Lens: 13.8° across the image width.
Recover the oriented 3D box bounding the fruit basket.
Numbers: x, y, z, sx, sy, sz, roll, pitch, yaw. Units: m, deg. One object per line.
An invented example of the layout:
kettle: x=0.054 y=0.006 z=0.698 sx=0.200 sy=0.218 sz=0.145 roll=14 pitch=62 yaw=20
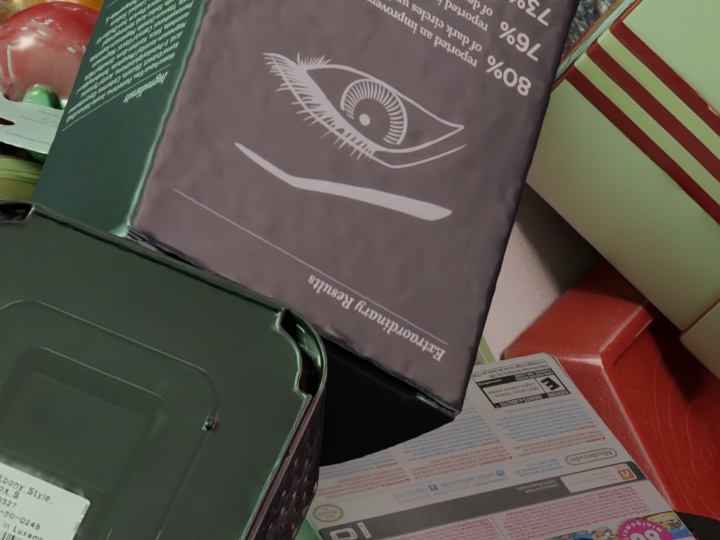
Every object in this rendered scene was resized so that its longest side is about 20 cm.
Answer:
fruit basket: x=-0.114 y=-0.082 z=1.232 sx=0.185 sy=0.094 sz=0.200 roll=15 pitch=30 yaw=23

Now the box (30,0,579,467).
box: x=-0.023 y=-0.052 z=1.090 sx=0.148 sy=0.104 sz=0.201 roll=31 pitch=62 yaw=-23

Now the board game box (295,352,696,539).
board game box: x=0.055 y=0.127 z=1.125 sx=0.147 sy=0.064 sz=0.200 roll=-10 pitch=43 yaw=-27

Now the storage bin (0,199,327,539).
storage bin: x=-0.105 y=0.095 z=0.959 sx=0.135 sy=0.094 sz=0.200 roll=22 pitch=64 yaw=8

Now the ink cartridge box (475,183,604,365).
ink cartridge box: x=0.065 y=-0.011 z=1.422 sx=0.146 sy=0.048 sz=0.200 roll=62 pitch=28 yaw=-8

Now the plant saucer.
plant saucer: x=0.160 y=0.088 z=1.426 sx=0.200 sy=0.037 sz=0.200 roll=62 pitch=30 yaw=-6

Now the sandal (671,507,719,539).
sandal: x=0.097 y=0.115 z=1.233 sx=0.199 sy=0.045 sz=0.075 roll=8 pitch=36 yaw=-35

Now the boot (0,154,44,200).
boot: x=-0.152 y=0.031 z=1.111 sx=0.200 sy=0.073 sz=0.156 roll=11 pitch=46 yaw=-43

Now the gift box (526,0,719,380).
gift box: x=0.203 y=-0.076 z=1.409 sx=0.187 sy=0.200 sz=0.185 roll=44 pitch=35 yaw=-3
